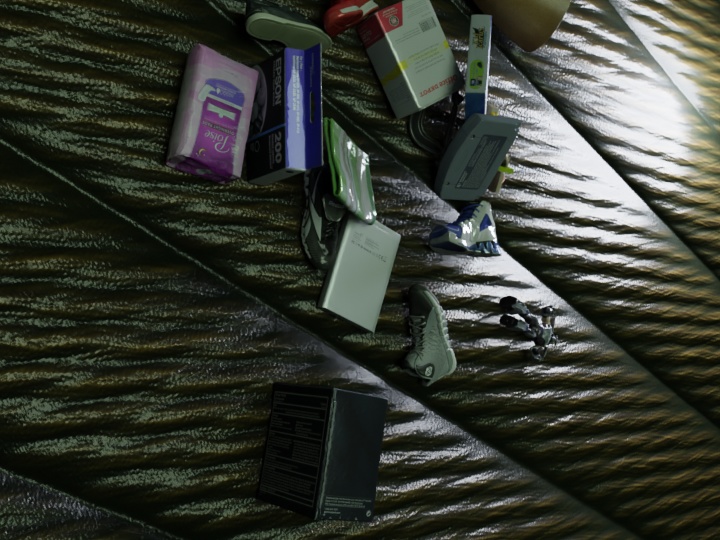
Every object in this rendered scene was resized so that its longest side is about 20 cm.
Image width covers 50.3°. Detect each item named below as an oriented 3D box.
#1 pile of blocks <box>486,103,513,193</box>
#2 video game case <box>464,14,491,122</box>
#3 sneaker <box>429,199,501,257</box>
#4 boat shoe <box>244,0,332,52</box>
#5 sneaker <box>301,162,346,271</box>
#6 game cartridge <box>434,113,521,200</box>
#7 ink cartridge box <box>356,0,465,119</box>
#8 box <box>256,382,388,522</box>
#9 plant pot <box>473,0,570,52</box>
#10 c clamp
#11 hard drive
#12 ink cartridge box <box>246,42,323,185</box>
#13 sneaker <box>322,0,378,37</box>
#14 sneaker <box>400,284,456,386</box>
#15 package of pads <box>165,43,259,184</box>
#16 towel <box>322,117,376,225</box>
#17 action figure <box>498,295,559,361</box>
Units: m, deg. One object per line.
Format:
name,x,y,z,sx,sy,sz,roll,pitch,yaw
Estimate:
pile of blocks,0.308,-0.266,1.686,0.061,0.081,0.205,5,83,-36
video game case,0.241,-0.385,1.577,0.201,0.044,0.185,71,25,-67
sneaker,0.221,-0.093,1.616,0.197,0.080,0.118,7,78,-43
boat shoe,-0.130,-0.442,1.373,0.197,0.074,0.067,-1,69,-45
sneaker,-0.061,-0.102,1.386,0.065,0.090,0.205,2,85,-35
game cartridge,0.233,-0.231,1.573,0.131,0.202,0.041,-4,46,-34
ink cartridge box,0.101,-0.425,1.528,0.144,0.083,0.203,-31,100,-31
box,-0.065,0.299,1.284,0.122,0.198,0.203,14,78,-34
plant pot,0.334,-0.613,1.692,0.197,0.186,0.190,21,74,-19
c clamp,0.172,-0.315,1.625,0.168,0.027,0.204,18,77,-30
hard drive,0.000,0.000,1.465,0.131,0.026,0.204,28,70,-33
ink cartridge box,-0.131,-0.258,1.278,0.043,0.198,0.203,1,85,-36
sneaker,-0.044,-0.511,1.429,0.116,0.078,0.200,55,26,-8
sneaker,0.117,0.138,1.515,0.115,0.074,0.203,-31,106,-32
package of pads,-0.244,-0.257,1.269,0.119,0.075,0.204,16,77,-32
towel,-0.015,-0.175,1.381,0.200,0.030,0.152,32,46,-70
action figure,0.390,0.131,1.727,0.198,0.069,0.133,29,65,-35
